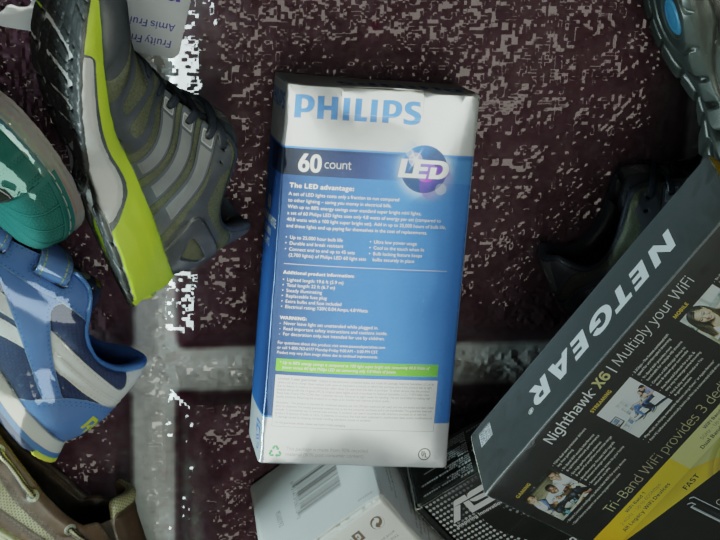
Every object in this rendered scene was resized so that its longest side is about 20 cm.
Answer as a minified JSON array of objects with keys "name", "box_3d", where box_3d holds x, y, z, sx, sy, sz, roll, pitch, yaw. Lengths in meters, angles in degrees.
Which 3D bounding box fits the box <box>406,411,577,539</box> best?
[{"name":"box","box_3d":[0.160,0.128,0.988,0.200,0.048,0.193,-32,124,14]}]

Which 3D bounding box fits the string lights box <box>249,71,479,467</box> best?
[{"name":"string lights box","box_3d":[0.000,0.000,0.931,0.103,0.059,0.200,3,101,-10]}]

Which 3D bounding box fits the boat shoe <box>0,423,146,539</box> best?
[{"name":"boat shoe","box_3d":[-0.148,0.154,0.986,0.202,0.075,0.075,37,97,-20]}]

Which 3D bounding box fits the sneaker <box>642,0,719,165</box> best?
[{"name":"sneaker","box_3d":[0.198,-0.114,0.892,0.082,0.073,0.200,-20,106,-2]}]

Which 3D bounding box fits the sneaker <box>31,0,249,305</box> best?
[{"name":"sneaker","box_3d":[-0.108,-0.075,0.880,0.081,0.074,0.200,-25,139,-15]}]

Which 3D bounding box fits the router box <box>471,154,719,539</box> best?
[{"name":"router box","box_3d":[0.177,0.062,0.889,0.157,0.052,0.200,28,115,-22]}]

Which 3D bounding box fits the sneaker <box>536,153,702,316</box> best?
[{"name":"sneaker","box_3d":[0.183,-0.036,0.958,0.200,0.074,0.081,-43,108,8]}]

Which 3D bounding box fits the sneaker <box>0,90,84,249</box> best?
[{"name":"sneaker","box_3d":[-0.224,-0.070,0.834,0.200,0.071,0.080,43,63,-11]}]

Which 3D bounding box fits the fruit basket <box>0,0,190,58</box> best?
[{"name":"fruit basket","box_3d":[-0.156,-0.204,0.828,0.185,0.094,0.200,10,113,-12]}]

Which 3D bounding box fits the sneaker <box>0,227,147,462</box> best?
[{"name":"sneaker","box_3d":[-0.187,0.003,0.919,0.082,0.074,0.200,-31,115,-1]}]

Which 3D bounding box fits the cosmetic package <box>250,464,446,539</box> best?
[{"name":"cosmetic package","box_3d":[0.033,0.191,1.008,0.085,0.108,0.200,-36,111,7]}]
